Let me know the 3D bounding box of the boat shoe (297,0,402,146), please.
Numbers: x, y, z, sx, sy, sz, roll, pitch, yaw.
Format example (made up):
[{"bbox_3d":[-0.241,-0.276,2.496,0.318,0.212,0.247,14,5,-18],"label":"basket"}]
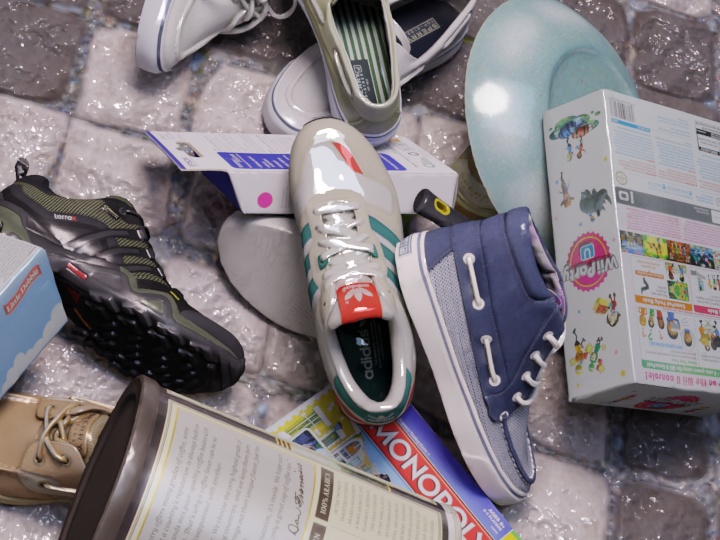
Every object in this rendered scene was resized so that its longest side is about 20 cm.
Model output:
[{"bbox_3d":[-0.005,-0.187,1.318,0.071,0.062,0.202,-11,73,-16],"label":"boat shoe"}]

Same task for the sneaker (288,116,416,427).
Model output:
[{"bbox_3d":[0.000,0.001,1.191,0.070,0.093,0.202,-9,90,-3],"label":"sneaker"}]

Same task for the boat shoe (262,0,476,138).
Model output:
[{"bbox_3d":[0.009,-0.161,1.380,0.074,0.065,0.200,44,57,8],"label":"boat shoe"}]

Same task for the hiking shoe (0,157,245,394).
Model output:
[{"bbox_3d":[-0.151,-0.001,1.224,0.199,0.076,0.101,32,51,-8],"label":"hiking shoe"}]

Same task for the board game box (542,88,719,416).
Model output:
[{"bbox_3d":[0.200,-0.009,1.304,0.147,0.064,0.202,10,69,-42],"label":"board game box"}]

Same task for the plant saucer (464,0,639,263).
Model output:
[{"bbox_3d":[0.155,-0.103,1.360,0.200,0.038,0.203,13,71,-43],"label":"plant saucer"}]

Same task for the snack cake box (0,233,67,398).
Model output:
[{"bbox_3d":[-0.279,0.059,1.122,0.114,0.068,0.200,18,51,25],"label":"snack cake box"}]

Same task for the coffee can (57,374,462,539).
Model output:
[{"bbox_3d":[-0.062,0.165,1.074,0.198,0.146,0.147,24,56,-12],"label":"coffee can"}]

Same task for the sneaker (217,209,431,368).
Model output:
[{"bbox_3d":[0.001,0.002,1.291,0.198,0.076,0.089,23,36,-3],"label":"sneaker"}]

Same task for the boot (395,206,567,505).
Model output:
[{"bbox_3d":[0.097,0.058,1.212,0.089,0.201,0.073,-15,26,17],"label":"boot"}]

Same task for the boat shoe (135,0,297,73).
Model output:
[{"bbox_3d":[-0.087,-0.207,1.365,0.085,0.075,0.203,18,48,12],"label":"boat shoe"}]

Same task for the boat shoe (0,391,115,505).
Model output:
[{"bbox_3d":[-0.174,0.105,1.160,0.198,0.065,0.072,13,57,-11],"label":"boat shoe"}]

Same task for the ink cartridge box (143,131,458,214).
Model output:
[{"bbox_3d":[-0.042,-0.067,1.290,0.198,0.038,0.095,2,18,-23],"label":"ink cartridge box"}]

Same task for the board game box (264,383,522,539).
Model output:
[{"bbox_3d":[0.019,0.168,1.216,0.134,0.029,0.200,-33,76,-31],"label":"board game box"}]

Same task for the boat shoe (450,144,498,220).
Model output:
[{"bbox_3d":[0.130,-0.119,1.401,0.073,0.063,0.201,39,56,5],"label":"boat shoe"}]

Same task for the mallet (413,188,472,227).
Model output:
[{"bbox_3d":[0.118,-0.004,1.311,0.200,0.041,0.066,40,50,-19],"label":"mallet"}]
